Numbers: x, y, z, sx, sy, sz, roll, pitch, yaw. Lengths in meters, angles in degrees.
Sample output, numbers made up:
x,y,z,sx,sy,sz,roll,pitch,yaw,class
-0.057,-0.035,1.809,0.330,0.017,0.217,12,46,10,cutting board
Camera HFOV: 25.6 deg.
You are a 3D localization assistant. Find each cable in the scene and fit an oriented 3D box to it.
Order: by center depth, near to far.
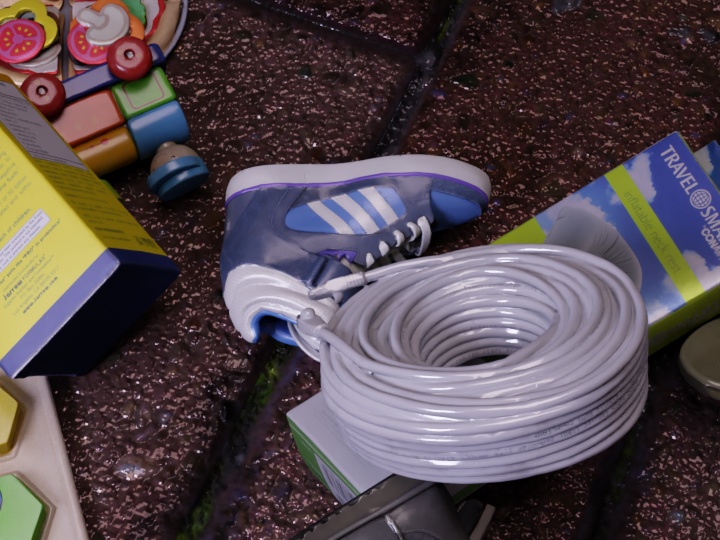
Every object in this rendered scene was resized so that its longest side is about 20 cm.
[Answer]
x,y,z,sx,sy,sz,roll,pitch,yaw,class
0.074,0.053,0.946,0.199,0.070,0.200,-16,28,-9,cable

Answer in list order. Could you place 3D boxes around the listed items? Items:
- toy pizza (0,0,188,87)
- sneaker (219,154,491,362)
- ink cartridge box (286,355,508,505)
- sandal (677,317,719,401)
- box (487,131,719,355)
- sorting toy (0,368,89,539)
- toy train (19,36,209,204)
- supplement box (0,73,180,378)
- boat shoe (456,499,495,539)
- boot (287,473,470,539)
x,y,z,sx,sy,sz,roll,pitch,yaw,class
-0.239,-0.218,1.277,0.199,0.032,0.201,1,57,-1,toy pizza
0.000,0.000,1.123,0.199,0.081,0.147,-1,65,-7,sneaker
0.063,0.085,1.041,0.199,0.060,0.104,-33,38,-15,ink cartridge box
0.298,0.024,1.063,0.200,0.058,0.080,-26,39,-13,sandal
0.189,-0.006,1.104,0.199,0.048,0.122,-32,61,5,box
-0.284,0.142,1.039,0.184,0.037,0.201,-15,59,-11,sorting toy
-0.218,-0.080,1.168,0.199,0.085,0.116,-25,76,-14,toy train
-0.238,-0.035,1.071,0.110,0.109,0.200,-45,77,9,supplement box
0.010,0.210,0.984,0.063,0.073,0.200,35,67,15,boat shoe
0.031,0.228,0.912,0.181,0.073,0.201,-30,85,-12,boot
